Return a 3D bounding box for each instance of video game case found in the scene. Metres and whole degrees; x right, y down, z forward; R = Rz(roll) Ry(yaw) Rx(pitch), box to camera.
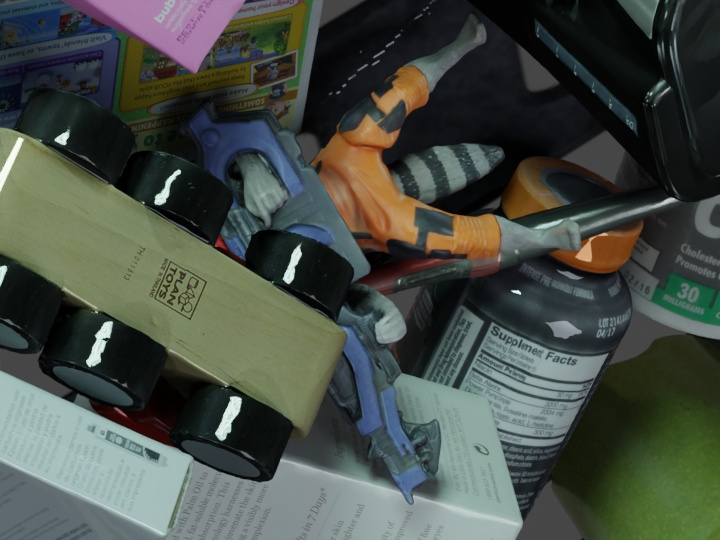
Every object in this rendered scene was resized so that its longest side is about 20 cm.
[{"bbox_3d":[-0.100,-0.117,1.036,0.199,0.022,0.183,-15,134,-31],"label":"video game case"}]

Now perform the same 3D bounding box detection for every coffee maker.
[{"bbox_3d":[0.128,-0.132,1.072,0.135,0.200,0.192,-46,141,7],"label":"coffee maker"}]

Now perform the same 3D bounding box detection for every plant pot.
[{"bbox_3d":[0.209,0.142,1.407,0.199,0.184,0.201,-23,137,-23],"label":"plant pot"}]

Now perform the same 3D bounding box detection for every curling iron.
[{"bbox_3d":[0.061,-0.019,1.180,0.199,0.050,0.026,-12,151,12],"label":"curling iron"}]

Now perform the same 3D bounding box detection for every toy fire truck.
[{"bbox_3d":[-0.129,0.028,1.026,0.175,0.200,0.129,31,71,-27],"label":"toy fire truck"}]

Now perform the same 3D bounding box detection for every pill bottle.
[{"bbox_3d":[0.200,-0.075,1.255,0.112,0.113,0.201,-9,131,-34],"label":"pill bottle"},{"bbox_3d":[0.073,0.042,1.261,0.106,0.106,0.201,2,124,-41],"label":"pill bottle"}]

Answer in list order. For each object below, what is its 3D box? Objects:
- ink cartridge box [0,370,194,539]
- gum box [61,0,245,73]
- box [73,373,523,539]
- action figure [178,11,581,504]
[{"bbox_3d":[-0.195,0.075,1.000,0.199,0.041,0.199,26,153,-19],"label":"ink cartridge box"},{"bbox_3d":[-0.066,-0.184,0.938,0.113,0.066,0.201,31,95,-45],"label":"gum box"},{"bbox_3d":[-0.047,0.123,1.174,0.199,0.107,0.153,17,117,-16],"label":"box"},{"bbox_3d":[0.000,0.000,1.120,0.192,0.105,0.201,-24,97,-10],"label":"action figure"}]
